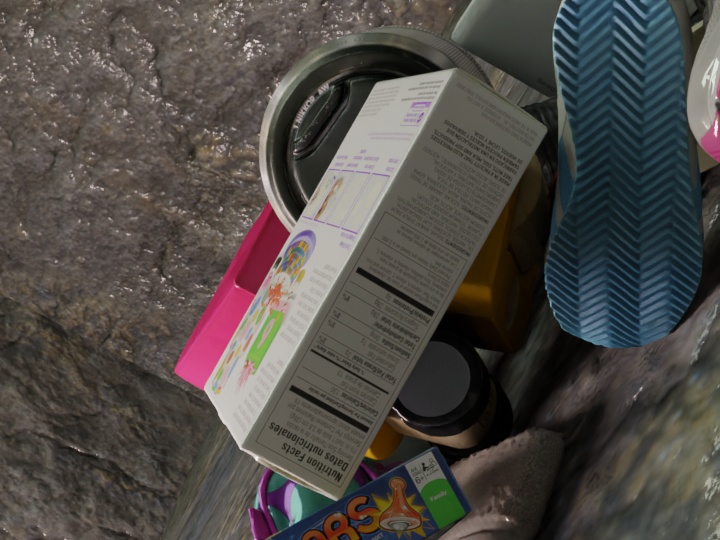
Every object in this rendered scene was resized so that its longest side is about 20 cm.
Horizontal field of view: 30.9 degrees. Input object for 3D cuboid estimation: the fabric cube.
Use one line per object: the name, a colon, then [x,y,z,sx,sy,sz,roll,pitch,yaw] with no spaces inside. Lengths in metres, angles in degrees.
fabric cube: [-0.020,0.023,1.165,0.201,0.196,0.199,-65,7,-33]

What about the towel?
towel: [0.048,0.165,0.740,0.133,0.034,0.200,-65,7,-25]

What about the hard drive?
hard drive: [0.163,-0.199,0.924,0.200,0.131,0.027,-53,10,55]

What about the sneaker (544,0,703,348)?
sneaker: [0.129,-0.054,0.623,0.081,0.076,0.201,-62,-27,-55]

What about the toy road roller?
toy road roller: [0.027,0.014,0.787,0.123,0.145,0.201,50,-126,-67]

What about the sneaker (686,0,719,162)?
sneaker: [0.188,-0.119,0.571,0.200,0.081,0.088,-56,18,-26]

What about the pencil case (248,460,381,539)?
pencil case: [-0.034,0.192,0.862,0.200,0.092,0.085,102,153,-55]

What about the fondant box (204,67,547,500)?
fondant box: [0.000,0.000,0.661,0.201,0.058,0.144,-59,14,-2]

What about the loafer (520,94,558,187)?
loafer: [0.150,-0.092,0.960,0.072,0.073,0.200,-22,2,3]

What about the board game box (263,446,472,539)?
board game box: [-0.029,0.155,0.652,0.135,0.035,0.200,-25,-15,-18]

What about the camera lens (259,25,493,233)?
camera lens: [0.021,-0.092,0.936,0.160,0.159,0.200,-60,-1,15]

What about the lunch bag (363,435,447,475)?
lunch bag: [-0.003,0.097,0.943,0.200,0.077,0.161,118,147,-55]

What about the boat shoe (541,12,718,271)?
boat shoe: [0.156,-0.073,0.701,0.202,0.073,0.063,118,168,-45]
